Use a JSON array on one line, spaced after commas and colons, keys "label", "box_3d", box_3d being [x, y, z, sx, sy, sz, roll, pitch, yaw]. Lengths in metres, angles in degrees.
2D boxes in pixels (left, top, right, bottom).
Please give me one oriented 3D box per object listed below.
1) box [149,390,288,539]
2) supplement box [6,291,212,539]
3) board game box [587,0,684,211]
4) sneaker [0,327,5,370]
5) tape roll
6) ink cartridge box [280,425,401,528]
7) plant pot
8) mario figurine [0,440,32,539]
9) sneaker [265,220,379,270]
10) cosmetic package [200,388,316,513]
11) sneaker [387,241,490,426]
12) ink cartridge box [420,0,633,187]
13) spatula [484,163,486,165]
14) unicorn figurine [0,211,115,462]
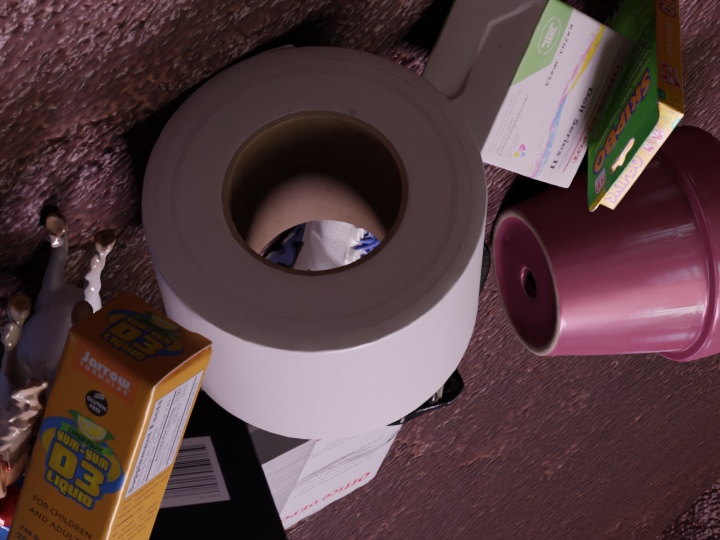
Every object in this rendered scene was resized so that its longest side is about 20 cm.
[{"label": "box", "box_3d": [-0.122, 0.218, 1.246, 0.117, 0.197, 0.201, -5, 120, -14]}, {"label": "supplement box", "box_3d": [-0.150, 0.116, 1.043, 0.069, 0.066, 0.201, -32, 147, -58]}, {"label": "board game box", "box_3d": [0.192, -0.131, 1.283, 0.201, 0.030, 0.096, -78, -165, -48]}, {"label": "sneaker", "box_3d": [-0.292, 0.094, 1.101, 0.200, 0.081, 0.083, -48, -170, 7]}, {"label": "tape roll", "box_3d": [-0.025, -0.015, 1.103, 0.202, 0.203, 0.139, -33, 159, -13]}, {"label": "ink cartridge box", "box_3d": [-0.037, 0.121, 1.517, 0.145, 0.083, 0.200, -25, 155, -33]}, {"label": "plant pot", "box_3d": [0.218, -0.009, 1.546, 0.178, 0.201, 0.200, -13, 151, -19]}, {"label": "mario figurine", "box_3d": [-0.228, 0.140, 1.208, 0.123, 0.106, 0.201, -8, 132, 3]}, {"label": "sneaker", "box_3d": [0.000, 0.001, 1.291, 0.080, 0.115, 0.200, -19, 151, -42]}, {"label": "cosmetic package", "box_3d": [-0.116, 0.160, 1.439, 0.090, 0.107, 0.200, -25, 157, -32]}, {"label": "sneaker", "box_3d": [0.056, 0.047, 1.390, 0.199, 0.076, 0.114, -46, -153, -27]}, {"label": "ink cartridge box", "box_3d": [0.119, -0.127, 1.247, 0.200, 0.067, 0.118, 8, 108, -62]}, {"label": "spatula", "box_3d": [0.079, -0.068, 1.409, 0.056, 0.021, 0.200, -15, 154, -21]}, {"label": "unicorn figurine", "box_3d": [-0.176, 0.039, 1.099, 0.200, 0.074, 0.138, -49, 160, -47]}]
